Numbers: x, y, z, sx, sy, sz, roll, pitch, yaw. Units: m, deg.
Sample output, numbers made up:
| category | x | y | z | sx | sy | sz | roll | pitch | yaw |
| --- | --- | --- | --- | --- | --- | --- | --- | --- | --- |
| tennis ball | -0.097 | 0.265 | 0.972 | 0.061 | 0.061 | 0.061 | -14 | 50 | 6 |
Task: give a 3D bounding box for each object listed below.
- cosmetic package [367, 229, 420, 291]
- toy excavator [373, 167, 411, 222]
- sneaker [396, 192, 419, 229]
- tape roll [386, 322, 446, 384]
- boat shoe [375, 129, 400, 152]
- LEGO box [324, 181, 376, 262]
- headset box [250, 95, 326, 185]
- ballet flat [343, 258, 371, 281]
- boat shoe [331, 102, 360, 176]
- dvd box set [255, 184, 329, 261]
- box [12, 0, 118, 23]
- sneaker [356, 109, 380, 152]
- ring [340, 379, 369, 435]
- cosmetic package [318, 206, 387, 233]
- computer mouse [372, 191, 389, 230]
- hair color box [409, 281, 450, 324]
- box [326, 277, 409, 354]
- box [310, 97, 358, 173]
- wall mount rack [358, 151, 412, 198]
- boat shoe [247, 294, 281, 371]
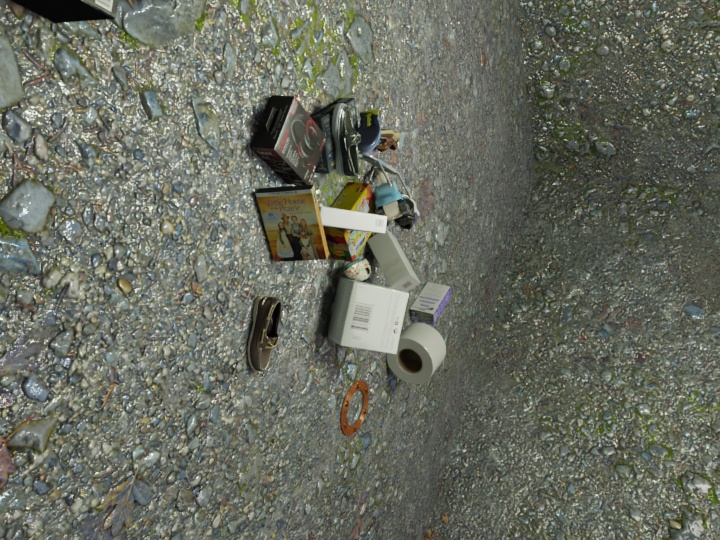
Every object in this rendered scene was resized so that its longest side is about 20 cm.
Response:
| category | x | y | z | sx | sy | sz | roll | pitch | yaw |
| --- | --- | --- | --- | --- | --- | --- | --- | --- | --- |
| cosmetic package | 0.112 | -0.031 | 1.911 | 0.108 | 0.085 | 0.201 | 35 | 24 | -59 |
| toy excavator | 0.085 | -0.253 | 1.796 | 0.194 | 0.099 | 0.201 | -4 | 77 | -81 |
| sneaker | 0.163 | -0.213 | 2.083 | 0.088 | 0.075 | 0.200 | -67 | 150 | -12 |
| tape roll | 0.220 | 0.325 | 2.223 | 0.139 | 0.202 | 0.204 | -36 | 130 | -52 |
| boat shoe | 0.077 | -0.424 | 1.852 | 0.200 | 0.072 | 0.072 | -20 | 115 | -66 |
| LEGO box | -0.029 | -0.150 | 1.727 | 0.200 | 0.077 | 0.149 | -59 | 145 | -35 |
| headset box | -0.177 | -0.321 | 1.392 | 0.200 | 0.075 | 0.149 | 44 | 60 | -58 |
| ballet flat | 0.000 | 0.000 | 1.783 | 0.064 | 0.075 | 0.200 | 54 | 14 | 2 |
| boat shoe | -0.030 | -0.357 | 1.553 | 0.072 | 0.071 | 0.201 | -42 | 134 | -50 |
| dvd box set | -0.167 | -0.114 | 1.404 | 0.029 | 0.145 | 0.201 | -76 | 160 | -54 |
| box | -0.414 | -0.475 | 0.820 | 0.079 | 0.140 | 0.201 | 10 | 90 | -60 |
| sneaker | 0.028 | -0.392 | 1.651 | 0.201 | 0.073 | 0.083 | -79 | 166 | -47 |
| ring | -0.014 | 0.493 | 2.028 | 0.200 | 0.019 | 0.202 | -28 | 122 | -57 |
| cosmetic package | -0.051 | -0.138 | 1.520 | 0.199 | 0.151 | 0.052 | 6 | 96 | -28 |
| computer mouse | 0.052 | -0.207 | 1.901 | 0.200 | 0.044 | 0.110 | 39 | 59 | -61 |
| hair color box | 0.299 | 0.138 | 2.412 | 0.200 | 0.109 | 0.065 | -49 | 141 | -45 |
| box | 0.022 | 0.141 | 1.762 | 0.199 | 0.131 | 0.200 | 12 | 91 | -24 |
| box | -0.071 | -0.383 | 1.601 | 0.200 | 0.051 | 0.158 | -48 | 139 | -47 |
| wall mount rack | 0.064 | -0.280 | 1.665 | 0.200 | 0.173 | 0.075 | 16 | 94 | -54 |
| boat shoe | -0.240 | 0.165 | 1.445 | 0.072 | 0.059 | 0.201 | -1 | 99 | -63 |
